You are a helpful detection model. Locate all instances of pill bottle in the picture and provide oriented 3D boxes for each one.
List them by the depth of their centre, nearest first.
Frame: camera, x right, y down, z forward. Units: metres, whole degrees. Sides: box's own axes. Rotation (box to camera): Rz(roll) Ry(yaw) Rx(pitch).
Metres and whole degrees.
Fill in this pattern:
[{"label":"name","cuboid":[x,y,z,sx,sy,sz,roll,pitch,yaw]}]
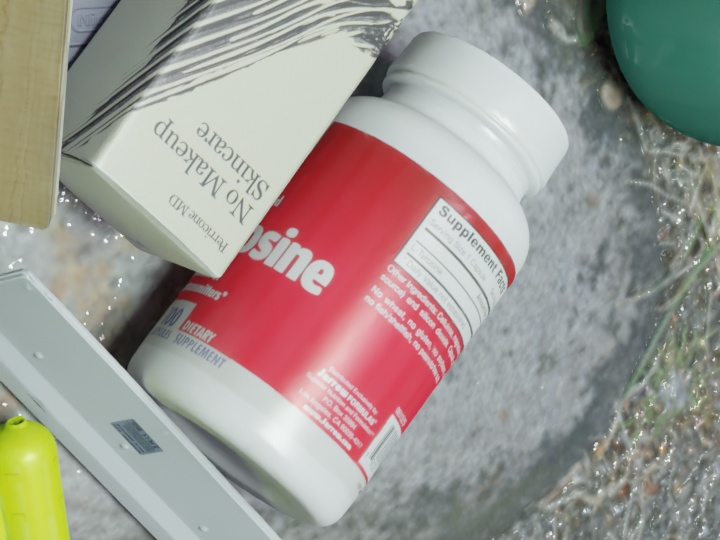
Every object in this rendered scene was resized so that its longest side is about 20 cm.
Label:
[{"label":"pill bottle","cuboid":[0.000,0.000,0.920,0.200,0.112,0.112,-53,126,-14]}]

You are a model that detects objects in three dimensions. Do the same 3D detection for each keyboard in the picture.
[{"label":"keyboard","cuboid":[-0.099,0.070,0.902,0.200,0.056,0.011,51,37,-33]}]

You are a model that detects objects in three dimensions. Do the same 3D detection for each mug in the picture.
[{"label":"mug","cuboid":[0.204,-0.130,1.037,0.185,0.114,0.153,12,94,-39]}]

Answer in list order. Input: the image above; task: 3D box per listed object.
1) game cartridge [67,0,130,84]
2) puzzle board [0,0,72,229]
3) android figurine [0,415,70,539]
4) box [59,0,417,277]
[{"label":"game cartridge","cuboid":[-0.105,-0.137,0.861,0.199,0.038,0.130,-7,102,-35]},{"label":"puzzle board","cuboid":[-0.170,-0.108,0.724,0.150,0.017,0.201,13,131,1]},{"label":"android figurine","cuboid":[-0.200,0.110,0.846,0.182,0.041,0.201,-17,112,-32]},{"label":"box","cuboid":[-0.040,-0.102,0.854,0.082,0.068,0.200,42,76,-35]}]
